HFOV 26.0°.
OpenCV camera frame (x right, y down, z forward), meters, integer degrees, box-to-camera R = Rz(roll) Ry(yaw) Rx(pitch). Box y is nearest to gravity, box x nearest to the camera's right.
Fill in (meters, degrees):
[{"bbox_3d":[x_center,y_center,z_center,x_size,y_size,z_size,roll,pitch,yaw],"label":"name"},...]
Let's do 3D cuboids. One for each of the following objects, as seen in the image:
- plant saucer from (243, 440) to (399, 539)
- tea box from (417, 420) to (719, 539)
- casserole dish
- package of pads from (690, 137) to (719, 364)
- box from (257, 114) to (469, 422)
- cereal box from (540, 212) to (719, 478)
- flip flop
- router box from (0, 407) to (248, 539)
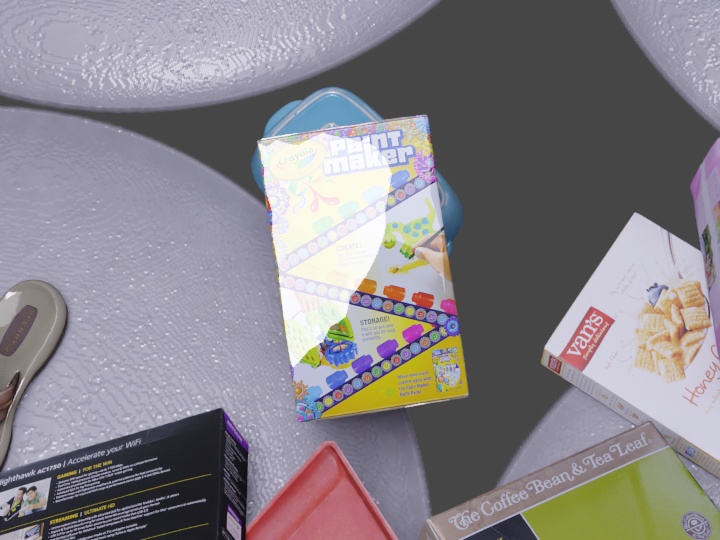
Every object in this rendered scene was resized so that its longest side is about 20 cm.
[{"bbox_3d":[-0.027,0.256,1.067,0.200,0.037,0.200,-49,52,16],"label":"plant saucer"},{"bbox_3d":[0.159,0.242,1.061,0.198,0.134,0.198,-18,58,-26],"label":"tea box"},{"bbox_3d":[-0.004,-0.073,1.286,0.121,0.039,0.200,-41,73,-13],"label":"casserole dish"},{"bbox_3d":[0.327,-0.003,1.191,0.119,0.076,0.202,9,50,-9],"label":"package of pads"},{"bbox_3d":[0.000,0.000,1.140,0.120,0.200,0.195,-8,89,-1],"label":"box"},{"bbox_3d":[0.260,0.064,1.221,0.199,0.040,0.144,32,71,13],"label":"cereal box"},{"bbox_3d":[-0.294,0.091,1.216,0.080,0.058,0.201,24,71,11],"label":"flip flop"},{"bbox_3d":[-0.180,0.193,1.119,0.198,0.051,0.150,-16,42,14],"label":"router box"}]
